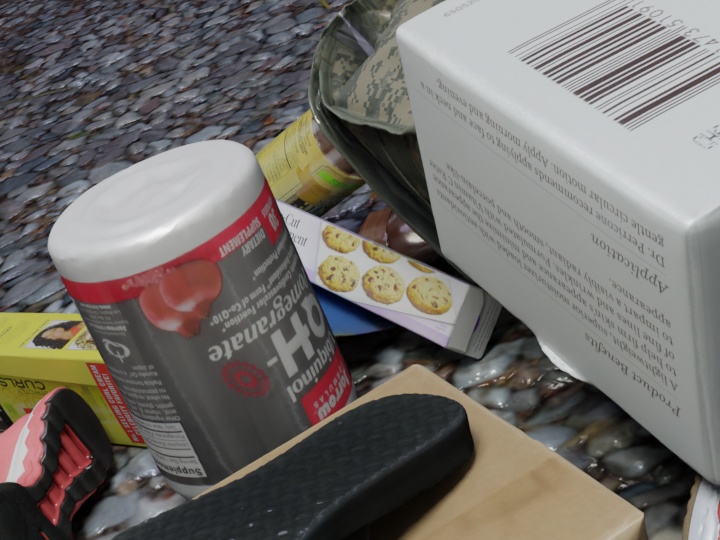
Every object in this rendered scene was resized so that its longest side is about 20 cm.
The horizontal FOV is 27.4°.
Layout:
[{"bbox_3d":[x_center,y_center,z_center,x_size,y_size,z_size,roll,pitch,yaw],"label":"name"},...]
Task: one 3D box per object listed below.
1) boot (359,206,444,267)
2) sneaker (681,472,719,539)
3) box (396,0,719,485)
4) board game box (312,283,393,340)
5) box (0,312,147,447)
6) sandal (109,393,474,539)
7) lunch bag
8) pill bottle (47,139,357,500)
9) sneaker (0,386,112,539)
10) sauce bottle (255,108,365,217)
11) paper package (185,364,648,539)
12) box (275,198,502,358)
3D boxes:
[{"bbox_3d":[0.110,-0.065,0.987,0.198,0.064,0.187,-13,34,23],"label":"boot"},{"bbox_3d":[0.217,0.078,0.590,0.112,0.072,0.200,0,30,47],"label":"sneaker"},{"bbox_3d":[0.154,-0.053,0.616,0.199,0.131,0.199,-28,40,-17],"label":"box"},{"bbox_3d":[-0.064,0.025,0.954,0.157,0.039,0.200,7,17,-8],"label":"board game box"},{"bbox_3d":[-0.195,0.069,0.963,0.199,0.076,0.050,0,36,39],"label":"box"},{"bbox_3d":[-0.030,0.106,0.541,0.200,0.048,0.075,-25,21,-36],"label":"sandal"},{"bbox_3d":[0.065,-0.071,0.807,0.118,0.164,0.200,-50,25,-7],"label":"lunch bag"},{"bbox_3d":[-0.067,0.046,0.742,0.110,0.201,0.111,-19,25,9],"label":"pill bottle"},{"bbox_3d":[-0.207,0.149,0.838,0.086,0.074,0.200,-29,17,21],"label":"sneaker"},{"bbox_3d":[-0.054,-0.058,1.048,0.200,0.065,0.065,-35,9,45],"label":"sauce bottle"},{"bbox_3d":[0.000,0.152,0.587,0.199,0.104,0.190,-29,26,-16],"label":"paper package"},{"bbox_3d":[0.000,0.000,0.908,0.199,0.039,0.042,26,93,42],"label":"box"}]
